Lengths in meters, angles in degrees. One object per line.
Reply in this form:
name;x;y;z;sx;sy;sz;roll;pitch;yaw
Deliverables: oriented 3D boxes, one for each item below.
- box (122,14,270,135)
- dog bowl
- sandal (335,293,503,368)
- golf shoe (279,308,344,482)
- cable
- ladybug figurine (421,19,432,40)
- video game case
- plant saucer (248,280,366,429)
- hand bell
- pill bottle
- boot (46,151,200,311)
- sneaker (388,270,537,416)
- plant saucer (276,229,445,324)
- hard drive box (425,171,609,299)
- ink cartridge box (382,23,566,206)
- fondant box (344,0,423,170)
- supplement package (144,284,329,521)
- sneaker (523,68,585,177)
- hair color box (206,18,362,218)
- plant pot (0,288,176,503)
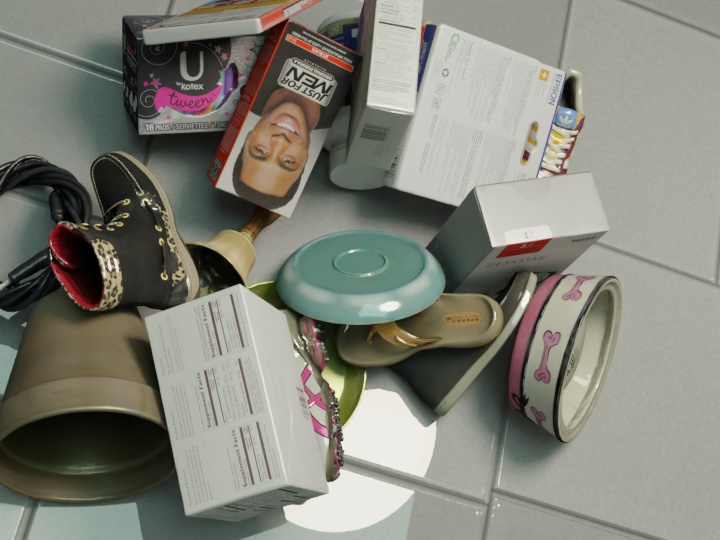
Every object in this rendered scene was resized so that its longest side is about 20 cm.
box;-0.174;-0.235;1.370;0.197;0.132;0.117;-6;114;-18
dog bowl;0.239;0.095;1.373;0.073;0.201;0.202;17;61;25
sandal;0.062;0.060;1.325;0.197;0.054;0.082;-8;73;15
golf shoe;-0.070;0.141;1.293;0.091;0.073;0.203;-13;68;-1
cable;-0.373;-0.050;1.276;0.160;0.051;0.202;-1;54;18
ladybug figurine;0.114;-0.218;1.469;0.135;0.071;0.203;-29;105;-52
video game case;-0.133;-0.285;1.290;0.200;0.141;0.018;-49;133;-58
plant saucer;-0.091;0.112;1.345;0.197;0.031;0.203;6;70;-15
hand bell;-0.129;-0.042;1.360;0.104;0.104;0.201;37;44;-1
pill bottle;-0.001;-0.209;1.445;0.109;0.111;0.203;4;69;-15
boot;-0.263;-0.040;1.223;0.150;0.073;0.202;-5;65;-60
sneaker;0.116;0.062;1.365;0.106;0.075;0.201;37;97;3
plant saucer;0.000;0.000;1.344;0.196;0.028;0.201;-1;29;1
hard drive box;0.177;-0.033;1.385;0.153;0.200;0.078;-9;70;-19
ink cartridge box;0.139;-0.174;1.412;0.197;0.043;0.200;13;96;-31
fondant box;0.028;-0.237;1.323;0.057;0.145;0.203;9;68;-7
supplement package;-0.124;0.140;1.186;0.109;0.156;0.203;-17;73;9
sneaker;0.247;-0.168;1.517;0.074;0.090;0.203;15;67;-11
hair color box;-0.087;-0.173;1.315;0.100;0.061;0.202;21;100;-24
plant pot;-0.286;0.119;1.211;0.196;0.201;0.176;0;54;-17
